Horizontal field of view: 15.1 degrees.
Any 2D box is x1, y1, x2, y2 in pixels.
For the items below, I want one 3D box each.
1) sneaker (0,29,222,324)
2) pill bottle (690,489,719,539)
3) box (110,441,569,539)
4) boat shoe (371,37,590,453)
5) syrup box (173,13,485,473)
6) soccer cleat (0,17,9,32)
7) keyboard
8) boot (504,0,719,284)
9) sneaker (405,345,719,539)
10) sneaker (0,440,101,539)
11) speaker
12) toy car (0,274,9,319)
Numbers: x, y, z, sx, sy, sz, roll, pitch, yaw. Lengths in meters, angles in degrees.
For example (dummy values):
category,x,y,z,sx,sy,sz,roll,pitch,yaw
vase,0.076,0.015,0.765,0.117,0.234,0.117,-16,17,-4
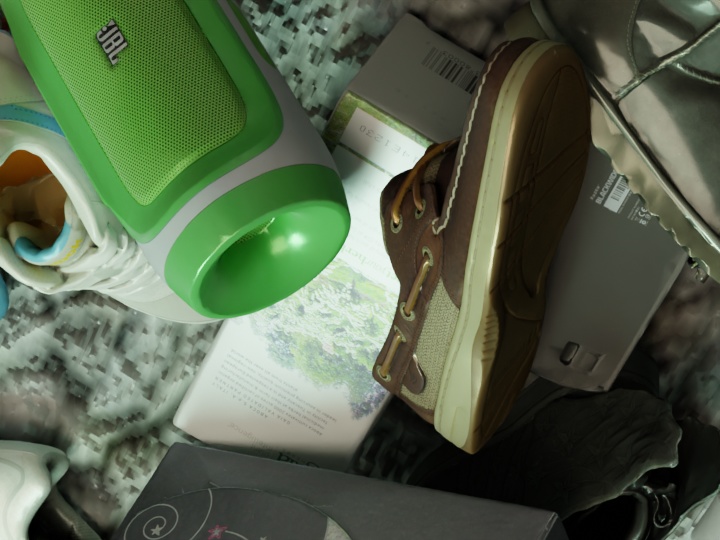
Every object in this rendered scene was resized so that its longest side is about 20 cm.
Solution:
category,x,y,z,sx,sy,sz,roll,pitch,yaw
sneaker,-0.120,-0.021,1.169,0.076,0.081,0.200,-34,134,23
pill bottle,0.217,0.049,1.044,0.111,0.111,0.201,35,102,1
box,-0.014,0.167,1.140,0.199,0.132,0.115,7,139,34
boat shoe,0.037,-0.015,1.050,0.072,0.072,0.201,28,142,19
syrup box,0.000,0.000,1.166,0.078,0.082,0.201,31,126,3
soccer cleat,-0.195,-0.091,1.184,0.069,0.077,0.201,17,119,43
keyboard,0.122,-0.040,1.113,0.104,0.040,0.201,26,113,-8
boot,0.177,-0.100,1.029,0.200,0.073,0.182,-40,105,14
sneaker,0.081,0.104,1.172,0.060,0.105,0.200,28,127,-25
sneaker,-0.160,0.172,1.342,0.080,0.075,0.201,-8,115,16
speaker,-0.082,-0.080,1.102,0.089,0.088,0.201,-52,58,36
toy car,-0.298,0.043,1.293,0.177,0.184,0.200,45,153,-6
